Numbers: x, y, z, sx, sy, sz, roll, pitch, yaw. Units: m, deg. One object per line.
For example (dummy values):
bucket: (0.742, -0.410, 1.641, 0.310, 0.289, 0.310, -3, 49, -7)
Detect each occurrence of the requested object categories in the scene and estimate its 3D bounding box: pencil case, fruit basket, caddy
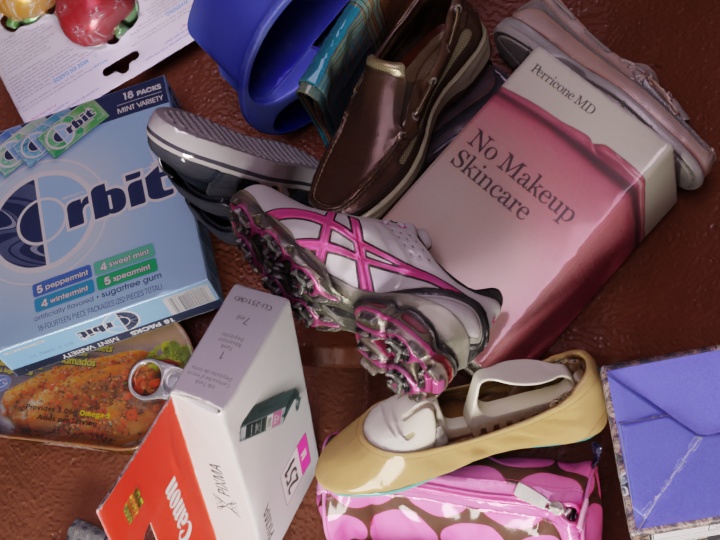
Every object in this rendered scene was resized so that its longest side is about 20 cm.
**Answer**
pencil case: (0.064, 0.155, 0.890, 0.197, 0.094, 0.092, 3, 85, 16)
fruit basket: (-0.239, -0.240, 1.106, 0.184, 0.094, 0.201, -31, 84, 3)
caddy: (-0.034, -0.198, 1.002, 0.105, 0.141, 0.201, 37, 85, 24)

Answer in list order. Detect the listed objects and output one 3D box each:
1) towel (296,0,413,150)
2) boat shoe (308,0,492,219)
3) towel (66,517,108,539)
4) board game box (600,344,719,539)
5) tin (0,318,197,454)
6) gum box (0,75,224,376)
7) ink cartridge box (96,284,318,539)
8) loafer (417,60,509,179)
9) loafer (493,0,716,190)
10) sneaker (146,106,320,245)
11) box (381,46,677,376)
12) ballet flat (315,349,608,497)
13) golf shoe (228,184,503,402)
towel: (0.025, -0.183, 0.979, 0.022, 0.147, 0.201, 30, 81, 18)
boat shoe: (0.018, -0.121, 0.927, 0.074, 0.075, 0.203, 15, 62, 32)
towel: (-0.160, 0.303, 0.937, 0.190, 0.035, 0.202, 17, 75, 15)
board game box: (0.237, 0.115, 0.804, 0.157, 0.200, 0.098, -11, 69, 9)
tin: (-0.213, 0.080, 1.013, 0.197, 0.042, 0.113, 5, 78, 16)
gum box: (-0.207, -0.039, 1.019, 0.168, 0.045, 0.202, -18, 58, 3)
ink cartridge box: (-0.089, 0.138, 0.850, 0.043, 0.201, 0.175, 15, 54, 18)
loafer: (0.049, -0.074, 0.982, 0.063, 0.072, 0.201, 36, 81, 17)
loafer: (0.188, -0.140, 0.971, 0.063, 0.072, 0.200, -44, 65, -11)
sneaker: (-0.090, -0.058, 0.942, 0.078, 0.199, 0.080, 34, 101, 29)
box: (0.112, -0.031, 0.930, 0.128, 0.109, 0.200, 40, 86, 22)
ballet flat: (0.063, 0.091, 0.852, 0.197, 0.064, 0.069, -14, 38, -4)
golf shoe: (0.000, 0.000, 0.861, 0.199, 0.073, 0.092, 36, 60, 22)
